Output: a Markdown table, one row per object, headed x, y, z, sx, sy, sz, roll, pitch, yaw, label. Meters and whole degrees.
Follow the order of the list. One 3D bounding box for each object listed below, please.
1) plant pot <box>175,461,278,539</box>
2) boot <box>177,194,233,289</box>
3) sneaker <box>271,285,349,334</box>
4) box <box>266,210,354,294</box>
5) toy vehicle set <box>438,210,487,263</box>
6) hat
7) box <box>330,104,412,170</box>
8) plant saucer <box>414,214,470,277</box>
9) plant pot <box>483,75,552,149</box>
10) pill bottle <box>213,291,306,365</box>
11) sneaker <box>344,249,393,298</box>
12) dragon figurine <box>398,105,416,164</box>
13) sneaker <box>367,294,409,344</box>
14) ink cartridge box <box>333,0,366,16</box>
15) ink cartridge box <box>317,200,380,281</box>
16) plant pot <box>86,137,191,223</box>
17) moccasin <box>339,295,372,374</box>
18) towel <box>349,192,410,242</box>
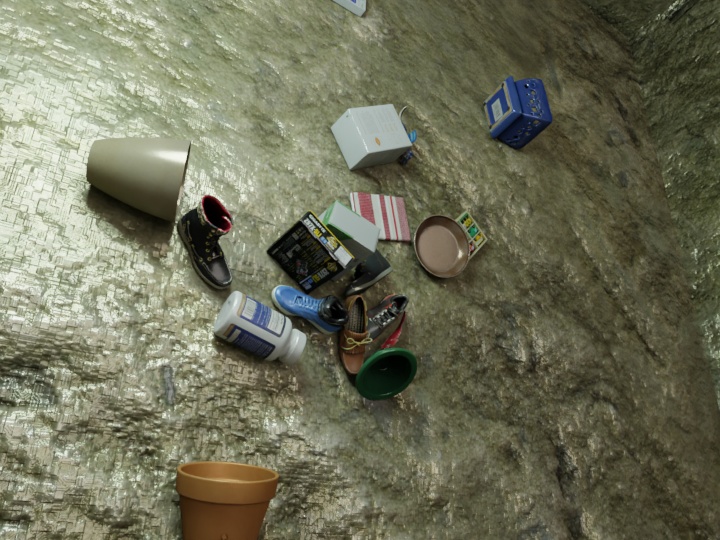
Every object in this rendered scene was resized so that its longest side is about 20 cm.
| x | y | z | sx | sy | sz | roll | pitch | yaw | label |
| --- | --- | --- | --- | --- | --- | --- | --- | --- | --- |
| -0.266 | 0.464 | 1.161 | 0.198 | 0.199 | 0.142 | 11 | 79 | -32 | plant pot |
| -0.339 | -0.067 | 1.367 | 0.073 | 0.150 | 0.202 | -25 | 85 | -41 | boot |
| -0.119 | 0.085 | 1.486 | 0.199 | 0.111 | 0.077 | 35 | 53 | -18 | sneaker |
| -0.130 | -0.040 | 1.478 | 0.160 | 0.200 | 0.049 | 45 | 52 | -9 | box |
| 0.335 | -0.101 | 1.964 | 0.125 | 0.026 | 0.200 | 53 | 49 | -4 | toy vehicle set |
| 0.050 | 0.225 | 1.593 | 0.198 | 0.167 | 0.176 | 1 | 30 | -26 | hat |
| 0.035 | -0.414 | 1.835 | 0.199 | 0.106 | 0.154 | -19 | 81 | -40 | box |
| 0.250 | -0.073 | 1.858 | 0.198 | 0.037 | 0.203 | 5 | 76 | -20 | plant saucer |
| 0.593 | -0.615 | 2.289 | 0.178 | 0.200 | 0.202 | 4 | 67 | -27 | plant pot |
| -0.230 | 0.140 | 1.378 | 0.199 | 0.111 | 0.112 | 31 | 54 | -21 | pill bottle |
| 0.000 | 0.000 | 1.648 | 0.107 | 0.075 | 0.199 | 54 | 40 | 3 | sneaker |
| 0.145 | -0.442 | 1.961 | 0.099 | 0.059 | 0.202 | 30 | 55 | -22 | dragon figurine |
| 0.063 | 0.121 | 1.621 | 0.077 | 0.082 | 0.200 | 50 | 52 | -6 | sneaker |
| -0.070 | -0.976 | 2.065 | 0.198 | 0.039 | 0.101 | 21 | 58 | -29 | ink cartridge box |
| -0.065 | -0.071 | 1.541 | 0.144 | 0.200 | 0.088 | 31 | 51 | -20 | ink cartridge box |
| -0.495 | -0.221 | 1.324 | 0.198 | 0.187 | 0.189 | 12 | 61 | -16 | plant pot |
| -0.011 | 0.165 | 1.530 | 0.073 | 0.078 | 0.204 | 10 | 81 | -14 | moccasin |
| 0.059 | -0.160 | 1.793 | 0.198 | 0.023 | 0.146 | 3 | 70 | -34 | towel |
